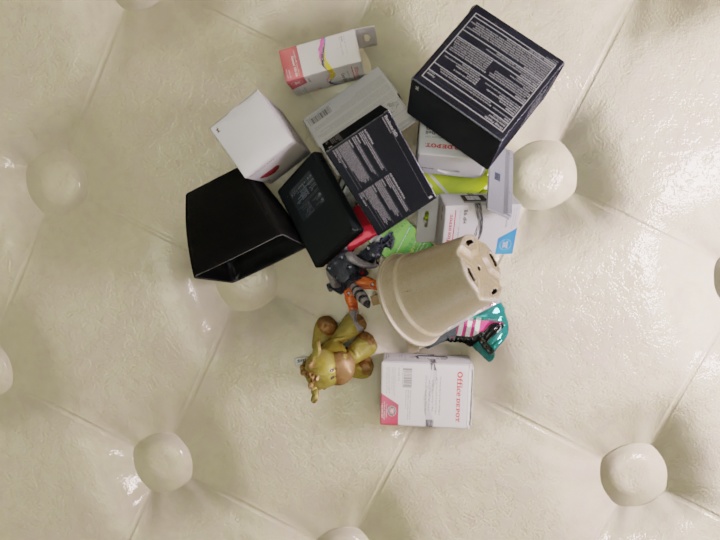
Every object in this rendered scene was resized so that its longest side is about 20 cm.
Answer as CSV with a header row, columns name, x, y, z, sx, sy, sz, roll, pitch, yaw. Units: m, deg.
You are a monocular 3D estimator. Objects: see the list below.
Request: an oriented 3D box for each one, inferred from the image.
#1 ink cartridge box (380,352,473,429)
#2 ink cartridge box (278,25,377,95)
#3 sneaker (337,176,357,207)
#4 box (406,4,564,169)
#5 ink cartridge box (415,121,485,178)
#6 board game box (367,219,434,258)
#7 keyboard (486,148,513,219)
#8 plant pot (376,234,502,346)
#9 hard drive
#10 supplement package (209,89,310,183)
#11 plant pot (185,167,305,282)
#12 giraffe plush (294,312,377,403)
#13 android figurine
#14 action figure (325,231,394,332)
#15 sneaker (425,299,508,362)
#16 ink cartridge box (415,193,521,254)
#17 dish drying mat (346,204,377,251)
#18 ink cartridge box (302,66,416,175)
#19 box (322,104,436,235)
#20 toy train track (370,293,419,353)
name,x,y,z,sx,sy,sz,roll,pitch,yaw
ink cartridge box,0.146,0.264,1.154,0.198,0.085,0.147,2,96,6
ink cartridge box,-0.056,-0.433,1.079,0.198,0.116,0.068,-14,94,6
sneaker,0.011,-0.177,1.121,0.115,0.076,0.202,21,95,4
box,0.223,-0.335,0.961,0.200,0.123,0.199,38,78,10
ink cartridge box,0.192,-0.303,1.062,0.145,0.084,0.202,5,77,3
board game box,0.118,-0.033,1.153,0.200,0.030,0.096,44,99,2
keyboard,0.286,-0.188,1.062,0.056,0.011,0.201,19,54,-7
plant pot,0.164,0.027,1.009,0.183,0.200,0.201,-27,94,40
hard drive,-0.089,-0.127,1.097,0.139,0.033,0.201,-39,70,33
supplement package,-0.197,-0.264,1.066,0.121,0.200,0.120,-35,92,8
plant pot,-0.256,-0.098,1.099,0.198,0.200,0.179,-25,83,7
giraffe plush,-0.065,0.194,1.122,0.199,0.162,0.174,-25,94,6
android figurine,0.196,-0.196,1.124,0.200,0.041,0.182,-41,92,6
action figure,0.000,0.000,1.106,0.200,0.104,0.194,-47,62,15
sneaker,0.241,0.152,1.139,0.199,0.084,0.121,-29,84,6
ink cartridge box,0.222,-0.096,1.085,0.198,0.067,0.117,-2,121,-5
dish drying mat,0.041,-0.123,1.105,0.199,0.018,0.077,-32,81,-2
ink cartridge box,0.000,-0.306,1.088,0.199,0.044,0.174,-33,66,7
box,0.038,-0.194,1.013,0.141,0.079,0.201,-31,116,6
toy train track,0.093,0.089,1.165,0.114,0.033,0.201,-15,103,16
